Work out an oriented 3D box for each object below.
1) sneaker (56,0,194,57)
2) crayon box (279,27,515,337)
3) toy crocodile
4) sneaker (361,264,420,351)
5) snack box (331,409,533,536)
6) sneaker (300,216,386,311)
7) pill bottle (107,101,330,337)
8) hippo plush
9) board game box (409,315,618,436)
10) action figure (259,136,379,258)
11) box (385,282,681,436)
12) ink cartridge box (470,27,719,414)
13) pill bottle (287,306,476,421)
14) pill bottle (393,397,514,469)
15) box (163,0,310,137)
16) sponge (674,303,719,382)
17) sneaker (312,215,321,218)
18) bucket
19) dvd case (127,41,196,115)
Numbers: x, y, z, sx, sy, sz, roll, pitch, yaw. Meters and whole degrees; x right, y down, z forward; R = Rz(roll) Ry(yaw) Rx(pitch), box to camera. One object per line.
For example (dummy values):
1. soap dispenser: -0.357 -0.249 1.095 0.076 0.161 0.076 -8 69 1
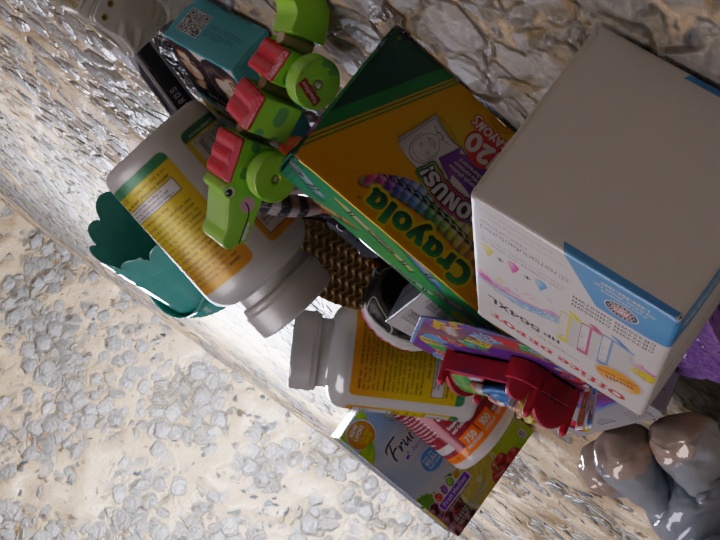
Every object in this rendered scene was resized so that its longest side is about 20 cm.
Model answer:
1. sneaker: -0.181 -0.239 0.821 0.073 0.116 0.200 33 164 28
2. crayon box: 0.057 -0.055 0.793 0.200 0.119 0.058 40 166 -7
3. toy crocodile: -0.073 -0.112 0.829 0.062 0.201 0.067 13 -162 -40
4. sneaker: 0.097 0.040 1.073 0.199 0.081 0.086 20 154 -30
5. snack box: 0.091 0.209 1.444 0.200 0.169 0.068 39 168 -4
6. sneaker: 0.000 0.000 1.141 0.199 0.075 0.090 28 -172 -20
7. pill bottle: -0.121 -0.041 1.013 0.200 0.113 0.113 49 165 -9
8. hippo plush: 0.267 0.220 0.944 0.158 0.162 0.200 -2 156 4
9. board game box: 0.107 0.087 0.825 0.157 0.039 0.200 20 168 3
10. action figure: -0.026 -0.068 0.973 0.193 0.105 0.200 28 179 -35
11. box: 0.131 0.061 0.905 0.199 0.041 0.156 32 161 -4
12. ink cartridge box: 0.152 -0.015 0.664 0.128 0.125 0.200 33 165 19
13. pill bottle: 0.025 0.094 1.200 0.199 0.114 0.113 6 165 -2
14. pill bottle: 0.080 0.136 1.358 0.200 0.113 0.113 39 166 -4
15. box: -0.100 -0.154 1.021 0.082 0.049 0.200 31 165 25
16. sponge: 0.188 0.032 0.862 0.199 0.030 0.112 9 151 43
17. sneaker: -0.035 -0.021 1.226 0.106 0.075 0.200 28 164 36
18. bucket: -0.202 -0.052 1.314 0.207 0.208 0.135 21 163 50
19. dvd case: -0.167 -0.147 1.132 0.200 0.025 0.150 54 174 -8
